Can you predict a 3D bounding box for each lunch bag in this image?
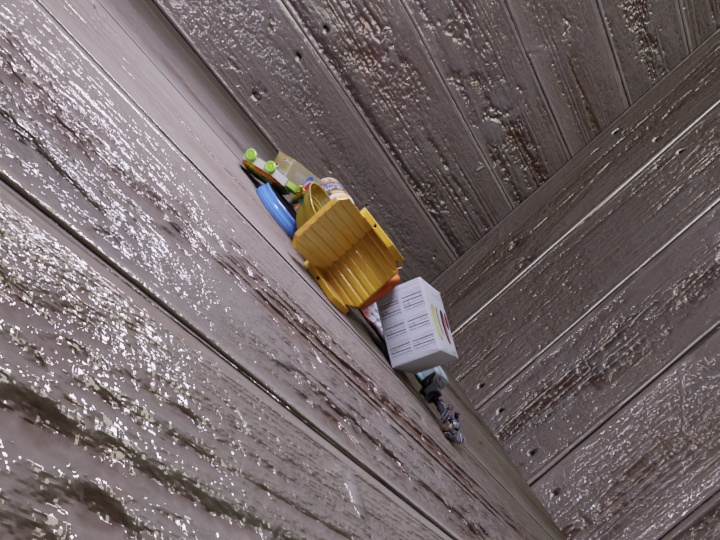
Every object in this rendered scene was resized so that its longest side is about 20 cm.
[{"bbox_3d":[0.202,0.304,1.909,0.202,0.077,0.160,54,6,34],"label":"lunch bag"}]

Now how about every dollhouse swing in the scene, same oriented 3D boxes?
[{"bbox_3d":[-0.030,-0.037,1.325,0.183,0.199,0.176,51,3,17],"label":"dollhouse swing"}]

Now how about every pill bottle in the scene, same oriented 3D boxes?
[{"bbox_3d":[-0.083,-0.211,1.853,0.117,0.116,0.201,48,5,-35],"label":"pill bottle"}]

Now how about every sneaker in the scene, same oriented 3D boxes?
[{"bbox_3d":[0.053,0.150,1.736,0.203,0.075,0.083,59,-13,26],"label":"sneaker"}]

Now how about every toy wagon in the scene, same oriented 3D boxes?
[{"bbox_3d":[-0.240,-0.258,1.590,0.197,0.040,0.155,33,-8,15],"label":"toy wagon"}]

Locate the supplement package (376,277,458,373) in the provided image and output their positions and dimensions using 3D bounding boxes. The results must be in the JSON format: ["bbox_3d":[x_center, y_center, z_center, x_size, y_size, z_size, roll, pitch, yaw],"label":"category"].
[{"bbox_3d":[0.156,0.158,1.582,0.190,0.144,0.206,29,43,-62],"label":"supplement package"}]

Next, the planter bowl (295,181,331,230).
[{"bbox_3d":[-0.111,-0.117,1.481,0.203,0.082,0.203,57,18,-30],"label":"planter bowl"}]

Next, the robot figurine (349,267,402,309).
[{"bbox_3d":[0.023,0.024,1.490,0.198,0.144,0.118,-31,78,-42],"label":"robot figurine"}]

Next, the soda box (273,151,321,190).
[{"bbox_3d":[-0.194,-0.287,1.745,0.063,0.069,0.199,30,1,22],"label":"soda box"}]

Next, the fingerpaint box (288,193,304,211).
[{"bbox_3d":[-0.148,-0.141,1.848,0.201,0.073,0.167,50,3,-24],"label":"fingerpaint box"}]

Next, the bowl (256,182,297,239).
[{"bbox_3d":[-0.203,-0.153,1.555,0.202,0.039,0.201,52,3,-4],"label":"bowl"}]

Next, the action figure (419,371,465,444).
[{"bbox_3d":[0.230,0.385,1.564,0.202,0.068,0.131,59,-2,32],"label":"action figure"}]
